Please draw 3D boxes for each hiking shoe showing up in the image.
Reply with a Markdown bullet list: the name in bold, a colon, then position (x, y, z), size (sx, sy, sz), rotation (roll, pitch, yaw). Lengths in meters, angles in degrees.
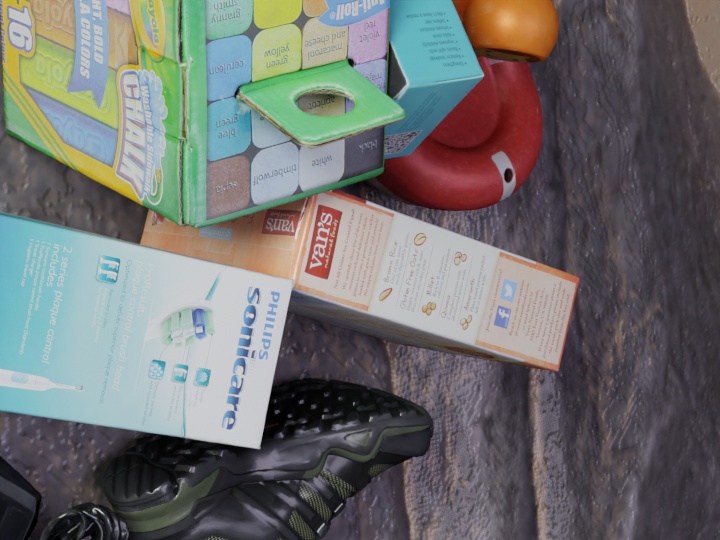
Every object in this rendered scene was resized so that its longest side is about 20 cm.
- **hiking shoe**: position (-0.047, 0.124, 1.081), size (0.199, 0.076, 0.102), rotation (-14, 113, -30)

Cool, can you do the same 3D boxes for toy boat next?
- **toy boat**: position (0.054, -0.131, 1.090), size (0.130, 0.130, 0.202), rotation (-28, 112, -35)

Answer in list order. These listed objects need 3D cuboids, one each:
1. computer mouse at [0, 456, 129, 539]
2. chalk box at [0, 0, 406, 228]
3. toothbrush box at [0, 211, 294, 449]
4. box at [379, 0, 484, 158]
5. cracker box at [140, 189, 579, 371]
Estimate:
- **computer mouse**: position (-0.212, 0.117, 0.931), size (0.139, 0.053, 0.200), rotation (-46, 132, -7)
- **chalk box**: position (-0.065, -0.104, 0.928), size (0.124, 0.199, 0.125), rotation (-18, 120, -38)
- **toothbrush box**: position (-0.154, 0.019, 0.915), size (0.199, 0.146, 0.086), rotation (14, 87, -40)
- **box**: position (-0.012, -0.161, 0.998), size (0.049, 0.082, 0.201), rotation (-11, 71, -33)
- **cracker box**: position (0.000, 0.000, 1.056), size (0.199, 0.133, 0.058), rotation (17, 84, -42)
